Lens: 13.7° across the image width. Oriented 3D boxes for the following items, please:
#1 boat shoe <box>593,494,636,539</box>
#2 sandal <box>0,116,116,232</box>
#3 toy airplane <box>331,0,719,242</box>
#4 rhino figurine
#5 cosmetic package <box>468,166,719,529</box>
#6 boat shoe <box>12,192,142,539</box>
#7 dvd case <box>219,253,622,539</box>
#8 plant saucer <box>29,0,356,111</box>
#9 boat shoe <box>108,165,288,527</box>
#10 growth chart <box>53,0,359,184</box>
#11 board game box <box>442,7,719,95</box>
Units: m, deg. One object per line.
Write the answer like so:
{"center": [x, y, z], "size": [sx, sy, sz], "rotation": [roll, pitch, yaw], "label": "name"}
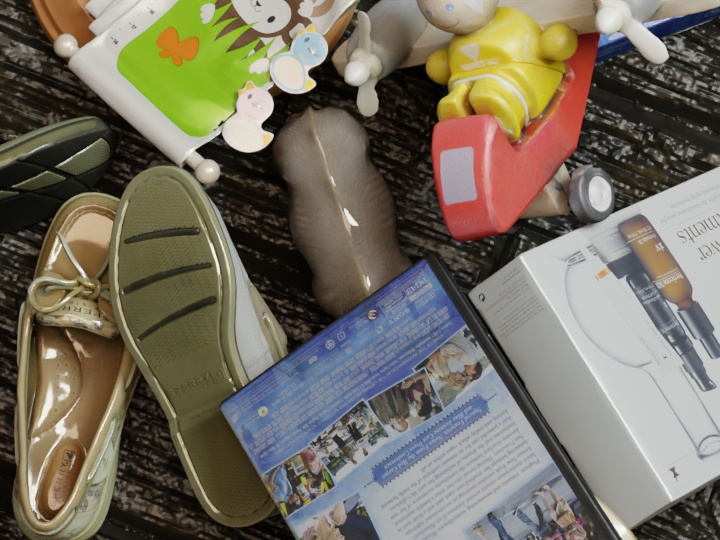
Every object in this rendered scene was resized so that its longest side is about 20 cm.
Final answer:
{"center": [0.054, 0.134, 1.576], "size": [0.200, 0.074, 0.069], "rotation": [19, 53, 35], "label": "boat shoe"}
{"center": [-0.235, -0.052, 1.672], "size": [0.201, 0.080, 0.057], "rotation": [-17, 66, -3], "label": "sandal"}
{"center": [0.085, -0.132, 1.590], "size": [0.200, 0.141, 0.199], "rotation": [-43, 39, 10], "label": "toy airplane"}
{"center": [0.000, 0.000, 1.656], "size": [0.060, 0.087, 0.200], "rotation": [-19, 81, -3], "label": "rhino figurine"}
{"center": [0.170, 0.038, 1.613], "size": [0.200, 0.052, 0.151], "rotation": [-23, 80, -46], "label": "cosmetic package"}
{"center": [-0.154, 0.052, 1.657], "size": [0.073, 0.063, 0.200], "rotation": [4, 79, 1], "label": "boat shoe"}
{"center": [0.030, 0.106, 1.546], "size": [0.143, 0.018, 0.200], "rotation": [-35, 61, 6], "label": "dvd case"}
{"center": [-0.095, -0.189, 1.717], "size": [0.200, 0.037, 0.201], "rotation": [0, 80, -1], "label": "plant saucer"}
{"center": [-0.082, 0.040, 1.647], "size": [0.075, 0.068, 0.200], "rotation": [-15, 90, 20], "label": "boat shoe"}
{"center": [-0.072, -0.155, 1.671], "size": [0.145, 0.018, 0.200], "rotation": [32, 79, 17], "label": "growth chart"}
{"center": [0.109, -0.216, 1.720], "size": [0.200, 0.043, 0.199], "rotation": [-22, 80, -4], "label": "board game box"}
